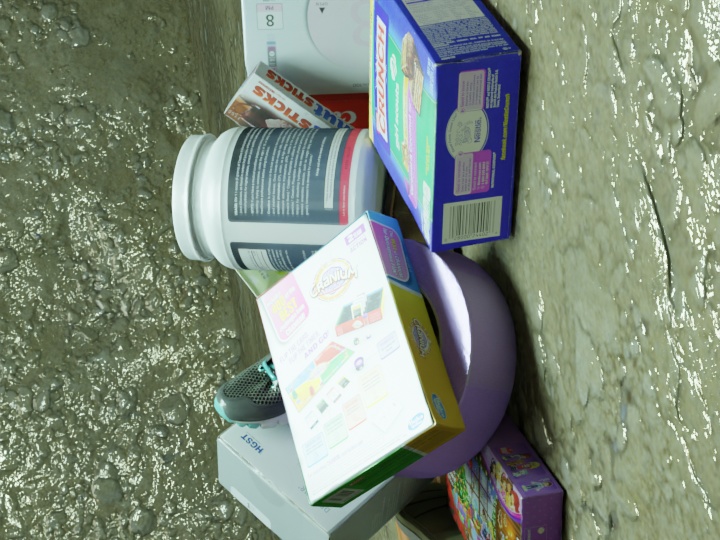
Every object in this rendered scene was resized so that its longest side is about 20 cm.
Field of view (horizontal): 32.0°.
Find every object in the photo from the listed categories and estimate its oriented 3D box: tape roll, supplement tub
[{"bbox_3d":[0.038,0.077,1.090,0.199,0.065,0.203,-13,71,42],"label":"tape roll"},{"bbox_3d":[-0.070,-0.069,1.226,0.140,0.197,0.143,2,-90,-78],"label":"supplement tub"}]

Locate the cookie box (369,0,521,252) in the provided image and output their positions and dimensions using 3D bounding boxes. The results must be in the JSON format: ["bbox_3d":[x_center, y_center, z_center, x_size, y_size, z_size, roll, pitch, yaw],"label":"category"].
[{"bbox_3d":[0.065,-0.144,1.052,0.201,0.074,0.173,-113,18,-53],"label":"cookie box"}]

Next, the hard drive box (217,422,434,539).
[{"bbox_3d":[-0.018,0.174,1.236,0.155,0.199,0.077,36,144,27],"label":"hard drive box"}]

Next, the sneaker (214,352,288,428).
[{"bbox_3d":[-0.053,0.079,1.204,0.078,0.198,0.092,42,147,45],"label":"sneaker"}]

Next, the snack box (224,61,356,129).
[{"bbox_3d":[-0.040,-0.130,1.285,0.072,0.199,0.024,-43,18,45],"label":"snack box"}]

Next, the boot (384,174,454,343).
[{"bbox_3d":[0.061,-0.026,1.198,0.074,0.074,0.203,32,-122,-68],"label":"boot"}]

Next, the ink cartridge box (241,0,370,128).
[{"bbox_3d":[-0.037,-0.199,1.287,0.057,0.160,0.203,-97,5,-66],"label":"ink cartridge box"}]

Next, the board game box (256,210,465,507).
[{"bbox_3d":[-0.005,0.075,1.058,0.153,0.040,0.202,-36,57,33],"label":"board game box"}]

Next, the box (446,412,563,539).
[{"bbox_3d":[0.121,0.201,1.096,0.200,0.039,0.139,-123,29,-64],"label":"box"}]

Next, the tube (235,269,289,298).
[{"bbox_3d":[-0.072,-0.038,1.361,0.057,0.200,0.053,18,125,27],"label":"tube"}]

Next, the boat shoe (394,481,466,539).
[{"bbox_3d":[0.083,0.271,1.225,0.200,0.074,0.069,-140,43,-66],"label":"boat shoe"}]

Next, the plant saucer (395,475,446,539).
[{"bbox_3d":[0.071,0.276,1.389,0.200,0.037,0.203,172,90,-78],"label":"plant saucer"}]
